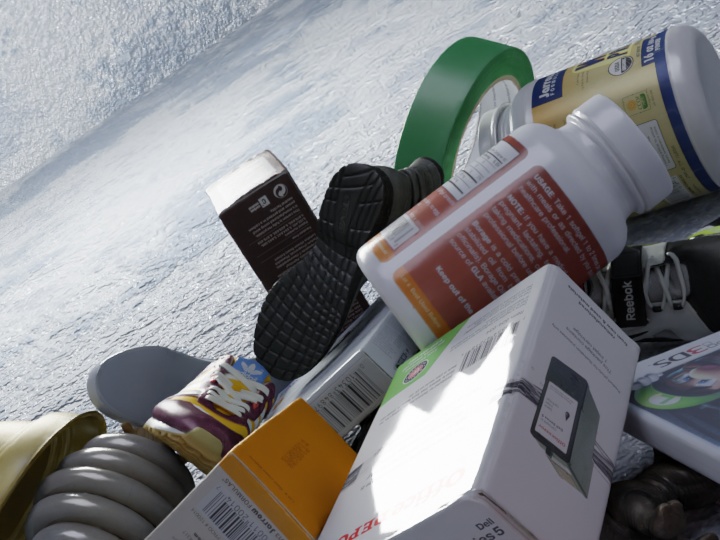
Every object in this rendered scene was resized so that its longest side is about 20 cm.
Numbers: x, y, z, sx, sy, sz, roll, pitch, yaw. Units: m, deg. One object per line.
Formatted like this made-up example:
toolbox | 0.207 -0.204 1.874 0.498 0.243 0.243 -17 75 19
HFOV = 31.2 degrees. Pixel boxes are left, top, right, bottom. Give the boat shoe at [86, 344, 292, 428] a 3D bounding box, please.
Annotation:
boat shoe | -0.153 0.104 1.115 0.202 0.075 0.086 0 -15 -38

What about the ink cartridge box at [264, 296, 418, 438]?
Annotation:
ink cartridge box | -0.022 0.094 0.995 0.200 0.041 0.200 -45 4 26

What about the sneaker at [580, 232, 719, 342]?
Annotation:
sneaker | 0.188 0.019 0.913 0.088 0.074 0.200 1 -12 -41

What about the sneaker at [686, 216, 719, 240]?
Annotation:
sneaker | 0.312 -0.029 0.900 0.200 0.072 0.083 -6 30 47

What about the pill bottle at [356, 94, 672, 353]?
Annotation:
pill bottle | 0.106 -0.026 0.874 0.200 0.112 0.112 -37 21 2

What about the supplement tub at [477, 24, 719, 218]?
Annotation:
supplement tub | 0.217 -0.114 1.118 0.200 0.144 0.144 -18 24 28

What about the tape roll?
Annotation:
tape roll | 0.099 -0.116 1.207 0.048 0.201 0.200 20 46 25

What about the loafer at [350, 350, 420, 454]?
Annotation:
loafer | 0.032 0.108 0.960 0.070 0.068 0.201 -6 33 28

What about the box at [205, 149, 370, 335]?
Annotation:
box | -0.052 0.001 1.132 0.075 0.200 0.100 -34 20 -3

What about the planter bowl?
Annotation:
planter bowl | -0.293 0.185 1.032 0.200 0.083 0.200 -61 -10 -18

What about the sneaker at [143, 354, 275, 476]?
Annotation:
sneaker | -0.107 0.101 0.965 0.090 0.075 0.200 -53 5 -9

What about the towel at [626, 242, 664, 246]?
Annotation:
towel | 0.133 -0.015 1.008 0.200 0.018 0.086 1 0 -16

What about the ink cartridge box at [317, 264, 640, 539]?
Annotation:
ink cartridge box | 0.067 0.110 0.733 0.145 0.084 0.200 -37 15 37

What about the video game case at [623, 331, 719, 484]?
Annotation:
video game case | 0.256 0.071 0.747 0.182 0.023 0.200 -19 18 -17

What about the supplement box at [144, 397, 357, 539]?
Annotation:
supplement box | -0.096 0.183 0.805 0.200 0.074 0.126 -46 -5 19

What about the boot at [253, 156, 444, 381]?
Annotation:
boot | 0.000 0.000 1.048 0.131 0.068 0.200 -6 -52 -61

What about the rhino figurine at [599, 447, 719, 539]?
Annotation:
rhino figurine | 0.154 0.148 0.720 0.200 0.060 0.087 -38 12 -29

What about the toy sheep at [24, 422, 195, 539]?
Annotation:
toy sheep | -0.192 0.199 0.977 0.138 0.138 0.200 -17 37 30
